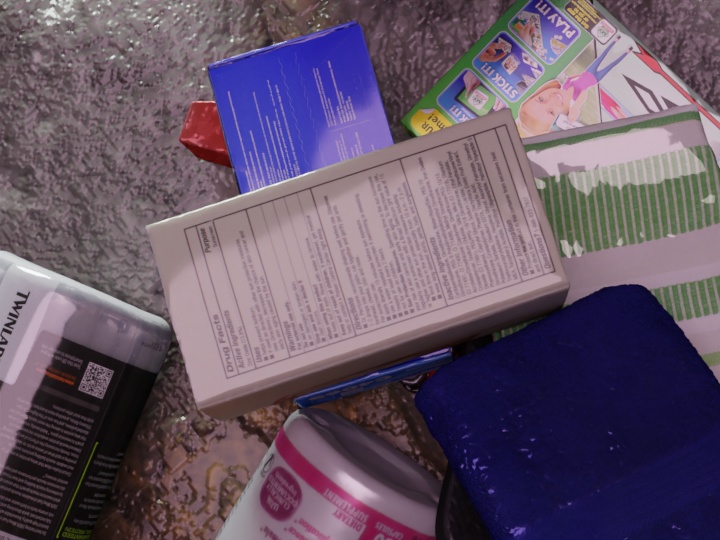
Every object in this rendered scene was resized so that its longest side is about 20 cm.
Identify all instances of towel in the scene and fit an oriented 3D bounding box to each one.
[{"bbox_3d":[0.140,0.008,0.911,0.151,0.023,0.202,-11,64,4],"label":"towel"},{"bbox_3d":[0.131,0.113,0.826,0.147,0.050,0.201,-24,60,-11],"label":"towel"}]

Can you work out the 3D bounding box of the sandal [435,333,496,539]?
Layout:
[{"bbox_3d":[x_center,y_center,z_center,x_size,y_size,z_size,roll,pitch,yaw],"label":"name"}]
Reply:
[{"bbox_3d":[0.077,0.086,0.921,0.075,0.045,0.201,26,54,-9],"label":"sandal"}]

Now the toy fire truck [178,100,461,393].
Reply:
[{"bbox_3d":[-0.021,-0.015,0.985,0.198,0.049,0.142,13,82,11],"label":"toy fire truck"}]

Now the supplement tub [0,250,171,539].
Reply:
[{"bbox_3d":[-0.200,0.101,0.962,0.122,0.123,0.202,22,85,12],"label":"supplement tub"}]

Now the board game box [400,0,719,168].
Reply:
[{"bbox_3d":[0.139,-0.066,0.975,0.135,0.029,0.200,-45,77,0],"label":"board game box"}]

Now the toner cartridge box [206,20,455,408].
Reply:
[{"bbox_3d":[-0.017,-0.032,0.941,0.094,0.043,0.202,-16,78,3],"label":"toner cartridge box"}]

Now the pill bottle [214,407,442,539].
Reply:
[{"bbox_3d":[-0.040,0.189,0.920,0.113,0.113,0.201,33,97,13],"label":"pill bottle"}]

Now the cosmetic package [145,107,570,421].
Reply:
[{"bbox_3d":[0.000,0.000,0.866,0.198,0.087,0.104,-17,79,0],"label":"cosmetic package"}]
